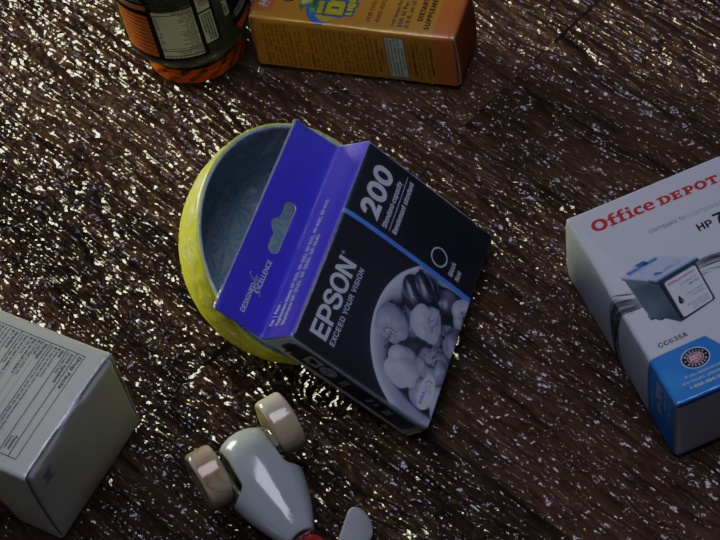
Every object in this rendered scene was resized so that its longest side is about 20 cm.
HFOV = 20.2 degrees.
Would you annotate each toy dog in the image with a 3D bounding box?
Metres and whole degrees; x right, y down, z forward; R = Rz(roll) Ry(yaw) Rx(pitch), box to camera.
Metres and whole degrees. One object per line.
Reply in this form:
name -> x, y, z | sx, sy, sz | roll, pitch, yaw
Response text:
toy dog -> -0.058, 0.199, 1.572 | 0.132, 0.096, 0.200 | -13, 69, -2

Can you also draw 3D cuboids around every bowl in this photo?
bowl -> -0.078, -0.012, 1.683 | 0.108, 0.200, 0.200 | -21, 37, 52

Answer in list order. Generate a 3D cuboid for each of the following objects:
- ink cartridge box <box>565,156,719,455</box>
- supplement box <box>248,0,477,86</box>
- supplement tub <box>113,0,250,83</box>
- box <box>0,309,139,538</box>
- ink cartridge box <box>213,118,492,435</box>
ink cartridge box -> 0.271, 0.026, 1.621 | 0.146, 0.086, 0.200 | -23, 56, -6
supplement box -> 0.002, -0.223, 1.856 | 0.200, 0.069, 0.067 | 7, 54, 17
supplement tub -> -0.169, -0.269, 1.836 | 0.122, 0.200, 0.123 | -5, 55, 7
box -> -0.303, 0.110, 1.649 | 0.200, 0.109, 0.128 | 21, 62, 22
ink cartridge box -> 0.000, 0.000, 1.637 | 0.043, 0.200, 0.198 | -26, 36, 51
